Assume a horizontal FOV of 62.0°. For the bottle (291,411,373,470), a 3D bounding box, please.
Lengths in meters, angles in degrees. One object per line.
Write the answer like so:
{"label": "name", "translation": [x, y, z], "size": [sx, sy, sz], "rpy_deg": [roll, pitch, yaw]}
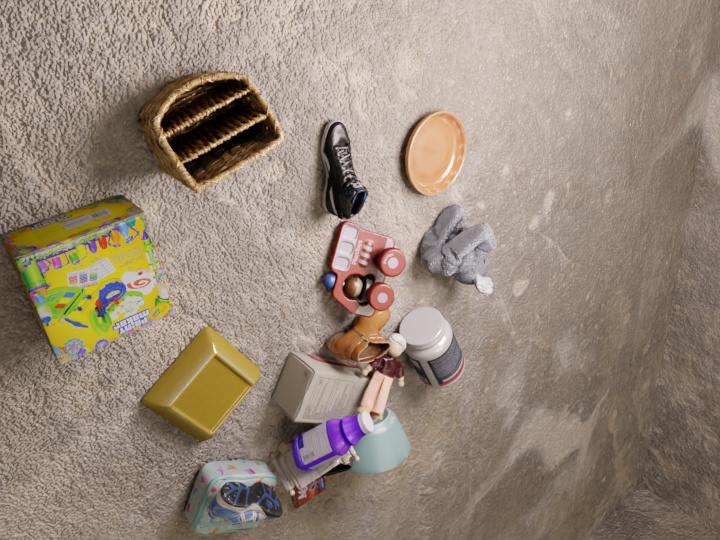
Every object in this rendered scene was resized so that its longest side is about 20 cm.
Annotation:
{"label": "bottle", "translation": [-0.063, 0.383, 1.361], "size": [0.198, 0.085, 0.065], "rpy_deg": [-31, 145, 18]}

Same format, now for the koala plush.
{"label": "koala plush", "translation": [0.265, -0.030, 1.562], "size": [0.184, 0.177, 0.200], "rpy_deg": [-45, 133, 0]}

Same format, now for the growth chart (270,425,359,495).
{"label": "growth chart", "translation": [-0.114, 0.438, 1.425], "size": [0.198, 0.145, 0.018], "rpy_deg": [-28, 135, -3]}

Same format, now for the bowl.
{"label": "bowl", "translation": [0.026, 0.418, 1.539], "size": [0.198, 0.199, 0.107], "rpy_deg": [-18, 108, -34]}

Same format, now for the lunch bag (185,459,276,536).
{"label": "lunch bag", "translation": [-0.292, 0.524, 1.377], "size": [0.198, 0.077, 0.163], "rpy_deg": [17, 97, -43]}

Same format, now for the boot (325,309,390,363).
{"label": "boot", "translation": [0.028, 0.155, 1.428], "size": [0.199, 0.154, 0.075], "rpy_deg": [-35, 111, -24]}

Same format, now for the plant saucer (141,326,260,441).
{"label": "plant saucer", "translation": [-0.317, 0.251, 1.253], "size": [0.201, 0.048, 0.200], "rpy_deg": [-51, 133, -12]}

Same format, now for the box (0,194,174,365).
{"label": "box", "translation": [-0.440, 0.010, 0.984], "size": [0.198, 0.121, 0.196], "rpy_deg": [-26, 124, -31]}

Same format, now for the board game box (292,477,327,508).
{"label": "board game box", "translation": [-0.140, 0.512, 1.546], "size": [0.102, 0.019, 0.203], "rpy_deg": [-23, 123, -30]}

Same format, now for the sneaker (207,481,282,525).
{"label": "sneaker", "translation": [-0.251, 0.515, 1.319], "size": [0.077, 0.076, 0.199], "rpy_deg": [-42, 135, 13]}

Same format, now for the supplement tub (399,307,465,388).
{"label": "supplement tub", "translation": [0.194, 0.210, 1.615], "size": [0.140, 0.140, 0.201], "rpy_deg": [-44, 132, -17]}

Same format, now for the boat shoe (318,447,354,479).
{"label": "boat shoe", "translation": [-0.109, 0.470, 1.450], "size": [0.197, 0.065, 0.074], "rpy_deg": [-22, 119, 11]}

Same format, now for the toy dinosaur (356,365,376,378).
{"label": "toy dinosaur", "translation": [0.034, 0.291, 1.499], "size": [0.085, 0.137, 0.201], "rpy_deg": [20, 124, -20]}

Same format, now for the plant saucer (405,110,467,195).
{"label": "plant saucer", "translation": [0.178, -0.284, 1.450], "size": [0.198, 0.037, 0.204], "rpy_deg": [-18, 120, -33]}

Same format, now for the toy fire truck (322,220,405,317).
{"label": "toy fire truck", "translation": [0.000, 0.000, 1.390], "size": [0.165, 0.112, 0.203], "rpy_deg": [15, 100, -19]}

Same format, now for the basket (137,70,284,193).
{"label": "basket", "translation": [-0.253, -0.250, 1.011], "size": [0.199, 0.148, 0.144], "rpy_deg": [-35, 129, -23]}

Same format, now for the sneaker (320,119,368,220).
{"label": "sneaker", "translation": [-0.025, -0.206, 1.255], "size": [0.072, 0.111, 0.204], "rpy_deg": [-17, 119, -35]}

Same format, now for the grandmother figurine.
{"label": "grandmother figurine", "translation": [0.060, 0.248, 1.429], "size": [0.120, 0.060, 0.203], "rpy_deg": [24, 83, -38]}

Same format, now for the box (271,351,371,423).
{"label": "box", "translation": [-0.089, 0.283, 1.424], "size": [0.198, 0.108, 0.130], "rpy_deg": [19, 97, -44]}
